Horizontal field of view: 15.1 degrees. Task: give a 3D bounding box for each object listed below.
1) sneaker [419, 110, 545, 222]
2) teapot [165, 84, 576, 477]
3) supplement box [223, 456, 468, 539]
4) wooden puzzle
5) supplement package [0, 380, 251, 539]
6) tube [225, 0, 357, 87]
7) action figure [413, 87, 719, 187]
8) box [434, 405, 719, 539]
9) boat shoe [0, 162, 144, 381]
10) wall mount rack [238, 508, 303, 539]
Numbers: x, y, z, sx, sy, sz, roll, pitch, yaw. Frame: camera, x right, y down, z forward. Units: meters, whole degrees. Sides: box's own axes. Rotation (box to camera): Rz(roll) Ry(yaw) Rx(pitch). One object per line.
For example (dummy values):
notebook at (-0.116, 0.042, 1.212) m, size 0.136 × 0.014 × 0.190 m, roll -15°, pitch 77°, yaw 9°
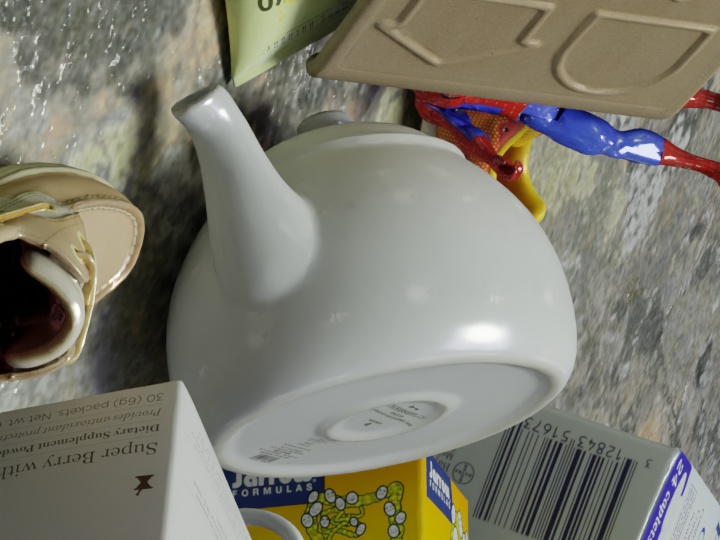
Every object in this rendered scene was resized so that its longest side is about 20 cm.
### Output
sneaker at (0.069, -0.109, 1.378) m, size 0.073 × 0.077 × 0.201 m, roll -45°, pitch 139°, yaw -45°
teapot at (0.000, 0.000, 1.220) m, size 0.200 × 0.196 × 0.147 m, roll 126°, pitch -45°, yaw -63°
supplement box at (-0.007, 0.197, 1.315) m, size 0.109 × 0.109 × 0.201 m, roll 55°, pitch 32°, yaw -65°
wooden puzzle at (0.094, -0.130, 1.169) m, size 0.200 × 0.184 × 0.047 m, roll 136°, pitch -46°, yaw -56°
supplement package at (-0.109, 0.159, 0.994) m, size 0.201 × 0.120 × 0.120 m, roll -89°, pitch 165°, yaw -48°
tube at (-0.034, -0.158, 1.133) m, size 0.201 × 0.058 × 0.052 m, roll 81°, pitch 17°, yaw -54°
action figure at (0.096, -0.075, 1.306) m, size 0.099 × 0.199 × 0.066 m, roll -83°, pitch -172°, yaw -70°
box at (0.092, 0.140, 1.502) m, size 0.106 × 0.183 × 0.200 m, roll -67°, pitch 158°, yaw -11°
boat shoe at (-0.130, 0.011, 0.974) m, size 0.200 × 0.069 × 0.074 m, roll -24°, pitch 129°, yaw -58°
wall mount rack at (-0.101, 0.186, 1.112) m, size 0.200 × 0.173 × 0.075 m, roll -54°, pitch 142°, yaw -34°
